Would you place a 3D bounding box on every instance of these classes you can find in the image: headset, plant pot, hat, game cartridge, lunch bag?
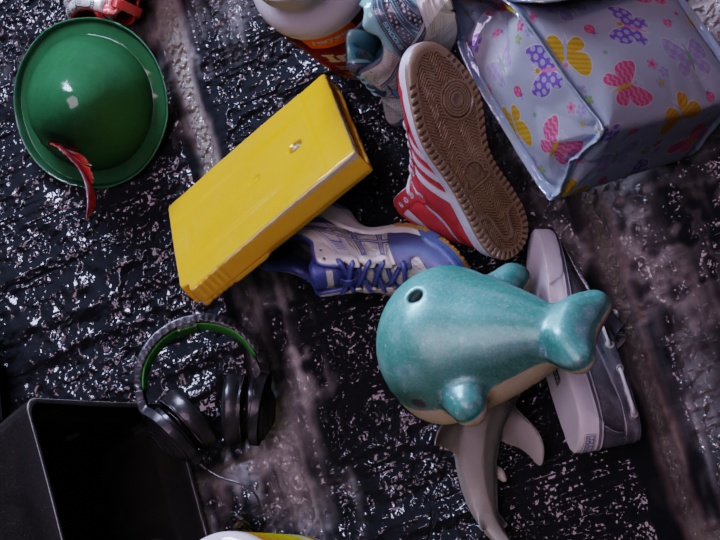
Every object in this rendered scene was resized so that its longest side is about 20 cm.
[{"bbox_3d":[-0.131,0.140,1.508,0.123,0.094,0.201,-16,67,-4],"label":"headset"},{"bbox_3d":[-0.265,0.243,1.489,0.177,0.199,0.201,-28,71,27],"label":"plant pot"},{"bbox_3d":[-0.284,-0.151,1.548,0.199,0.176,0.167,11,100,21],"label":"hat"},{"bbox_3d":[-0.085,-0.072,1.497,0.200,0.032,0.177,-40,29,12],"label":"game cartridge"},{"bbox_3d":[0.187,-0.181,1.370,0.201,0.169,0.127,60,147,22],"label":"lunch bag"}]

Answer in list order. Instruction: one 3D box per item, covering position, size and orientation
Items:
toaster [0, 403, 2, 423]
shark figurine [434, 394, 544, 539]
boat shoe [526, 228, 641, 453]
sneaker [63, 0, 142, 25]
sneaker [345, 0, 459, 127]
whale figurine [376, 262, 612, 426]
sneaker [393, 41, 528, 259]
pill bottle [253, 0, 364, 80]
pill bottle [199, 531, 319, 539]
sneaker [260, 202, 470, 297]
[{"bbox_3d":[-0.451,0.111,1.590,0.180,0.200,0.119,-13,73,28],"label":"toaster"},{"bbox_3d":[0.098,0.162,1.391,0.128,0.089,0.216,-11,77,38],"label":"shark figurine"},{"bbox_3d":[0.188,0.054,1.398,0.067,0.072,0.201,-6,60,-12],"label":"boat shoe"},{"bbox_3d":[-0.206,-0.301,1.623,0.200,0.067,0.109,-12,77,24],"label":"sneaker"},{"bbox_3d":[0.025,-0.187,1.438,0.086,0.200,0.078,-10,65,-10],"label":"sneaker"},{"bbox_3d":[0.099,0.047,1.336,0.199,0.104,0.160,-9,44,40],"label":"whale figurine"},{"bbox_3d":[0.062,-0.102,1.420,0.071,0.201,0.112,-34,24,-22],"label":"sneaker"},{"bbox_3d":[-0.027,-0.245,1.465,0.112,0.200,0.114,-4,79,22],"label":"pill bottle"},{"bbox_3d":[-0.088,0.274,1.395,0.109,0.200,0.110,-4,78,22],"label":"pill bottle"},{"bbox_3d":[0.000,0.000,1.461,0.199,0.088,0.076,16,129,31],"label":"sneaker"}]
